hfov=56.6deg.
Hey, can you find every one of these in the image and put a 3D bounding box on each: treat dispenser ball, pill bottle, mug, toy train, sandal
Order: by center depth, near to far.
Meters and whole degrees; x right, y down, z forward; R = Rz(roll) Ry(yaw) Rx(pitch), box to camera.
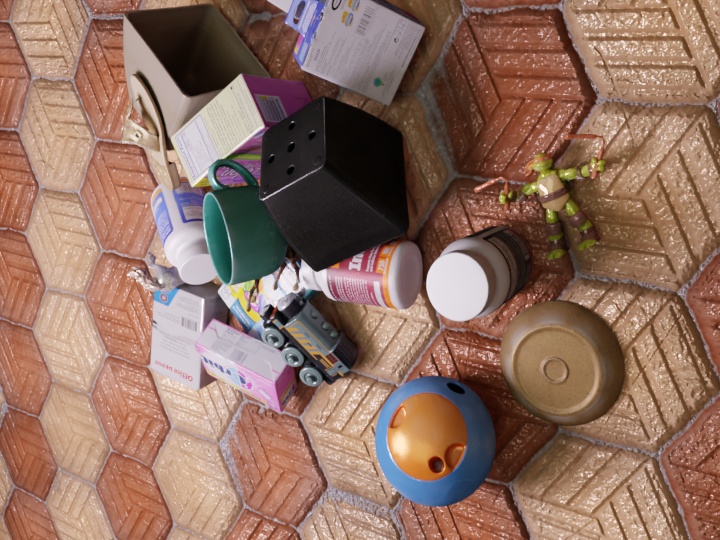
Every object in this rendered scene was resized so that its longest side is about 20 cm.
[{"bbox_3d":[0.178,0.004,0.994,0.113,0.199,0.119,7,104,29],"label":"pill bottle"},{"bbox_3d":[0.121,0.276,1.087,0.196,0.200,0.207,7,104,29],"label":"treat dispenser ball"},{"bbox_3d":[-0.185,-0.077,1.106,0.152,0.112,0.189,47,141,45],"label":"mug"},{"bbox_3d":[0.000,0.000,1.150,0.195,0.112,0.116,5,103,29],"label":"pill bottle"},{"bbox_3d":[-0.388,-0.231,1.189,0.077,0.069,0.216,25,138,46],"label":"sandal"},{"bbox_3d":[-0.094,0.125,1.224,0.113,0.086,0.200,-32,110,31],"label":"toy train"},{"bbox_3d":[-0.333,-0.075,1.295,0.112,0.110,0.202,-49,51,29],"label":"pill bottle"}]

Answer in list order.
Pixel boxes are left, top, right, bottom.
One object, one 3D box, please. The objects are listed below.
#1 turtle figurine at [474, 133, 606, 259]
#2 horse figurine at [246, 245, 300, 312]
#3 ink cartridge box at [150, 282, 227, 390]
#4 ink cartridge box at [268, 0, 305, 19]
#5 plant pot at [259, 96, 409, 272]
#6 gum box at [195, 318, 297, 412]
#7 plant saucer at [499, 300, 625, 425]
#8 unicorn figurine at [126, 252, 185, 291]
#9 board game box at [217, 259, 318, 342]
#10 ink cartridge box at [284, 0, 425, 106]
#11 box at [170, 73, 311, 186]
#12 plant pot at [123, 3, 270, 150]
[{"bbox_3d":[0.280,-0.104,0.990,0.196,0.064,0.165,-20,97,24],"label":"turtle figurine"},{"bbox_3d":[-0.162,-0.012,1.211,0.197,0.049,0.136,-25,53,37],"label":"horse figurine"},{"bbox_3d":[-0.361,0.126,1.410,0.143,0.084,0.205,17,109,26],"label":"ink cartridge box"},{"bbox_3d":[-0.122,-0.488,1.100,0.199,0.143,0.085,38,117,21],"label":"ink cartridge box"},{"bbox_3d":[-0.055,-0.148,1.064,0.196,0.176,0.205,-22,55,30],"label":"plant pot"},{"bbox_3d":[-0.226,0.184,1.310,0.196,0.067,0.115,23,145,18],"label":"gum box"},{"bbox_3d":[0.307,0.151,1.044,0.196,0.035,0.206,7,104,30],"label":"plant saucer"},{"bbox_3d":[-0.362,-0.006,1.367,0.136,0.199,0.075,27,142,36],"label":"unicorn figurine"},{"bbox_3d":[-0.176,0.032,1.301,0.152,0.047,0.200,50,120,12],"label":"board game box"},{"bbox_3d":[-0.017,-0.363,1.034,0.138,0.196,0.077,-62,32,23],"label":"ink cartridge box"},{"bbox_3d":[-0.198,-0.242,1.180,0.198,0.175,0.099,-29,84,31],"label":"box"},{"bbox_3d":[-0.319,-0.341,1.230,0.201,0.198,0.178,51,135,11],"label":"plant pot"}]
